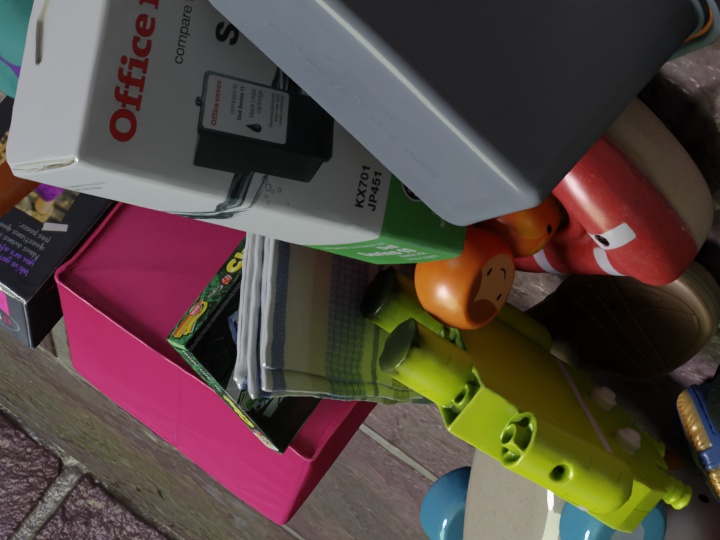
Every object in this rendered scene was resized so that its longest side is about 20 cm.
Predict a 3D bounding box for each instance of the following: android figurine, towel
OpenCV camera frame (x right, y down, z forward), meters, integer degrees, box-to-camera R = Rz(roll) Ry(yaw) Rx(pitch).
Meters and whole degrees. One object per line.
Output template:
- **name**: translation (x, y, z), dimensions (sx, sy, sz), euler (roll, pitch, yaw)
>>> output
- **android figurine**: translation (0.093, 0.070, 0.886), dimensions (0.200, 0.041, 0.182), euler (31, -164, -20)
- **towel**: translation (0.000, 0.000, 0.910), dimensions (0.024, 0.147, 0.200), euler (1, 175, 33)

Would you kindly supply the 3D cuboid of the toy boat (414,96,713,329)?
- **toy boat**: translation (0.077, -0.026, 0.843), dimensions (0.131, 0.131, 0.200), euler (45, 160, -23)

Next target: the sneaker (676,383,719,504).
- **sneaker**: translation (0.270, 0.144, 1.003), dimensions (0.200, 0.088, 0.075), euler (57, -174, 9)

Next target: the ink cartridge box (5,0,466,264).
- **ink cartridge box**: translation (-0.045, -0.093, 0.762), dimensions (0.200, 0.147, 0.083), euler (12, 173, -30)

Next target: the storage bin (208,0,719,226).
- **storage bin**: translation (0.042, -0.120, 0.683), dimensions (0.200, 0.134, 0.146), euler (41, 161, -14)

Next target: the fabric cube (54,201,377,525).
- **fabric cube**: translation (-0.065, 0.019, 1.100), dimensions (0.200, 0.196, 0.199), euler (36, 161, 6)

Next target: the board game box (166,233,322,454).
- **board game box**: translation (-0.019, -0.004, 0.958), dimensions (0.023, 0.200, 0.105), euler (12, 149, 49)

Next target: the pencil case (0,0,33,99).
- **pencil case**: translation (-0.133, -0.107, 0.986), dimensions (0.200, 0.092, 0.085), euler (32, 141, 19)

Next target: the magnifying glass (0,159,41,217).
- **magnifying glass**: translation (-0.170, -0.092, 1.037), dimensions (0.080, 0.200, 0.022), euler (29, 135, 16)

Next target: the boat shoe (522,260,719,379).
- **boat shoe**: translation (0.148, 0.021, 0.954), dimensions (0.073, 0.063, 0.200), euler (55, 155, -6)

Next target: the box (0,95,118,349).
- **box**: translation (-0.205, -0.063, 1.150), dimensions (0.106, 0.200, 0.122), euler (36, 162, 4)

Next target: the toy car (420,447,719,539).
- **toy car**: translation (0.172, 0.153, 1.085), dimensions (0.184, 0.200, 0.177), euler (44, 133, 53)

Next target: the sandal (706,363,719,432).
- **sandal**: translation (0.230, 0.038, 0.876), dimensions (0.076, 0.043, 0.200), euler (22, 147, 20)
